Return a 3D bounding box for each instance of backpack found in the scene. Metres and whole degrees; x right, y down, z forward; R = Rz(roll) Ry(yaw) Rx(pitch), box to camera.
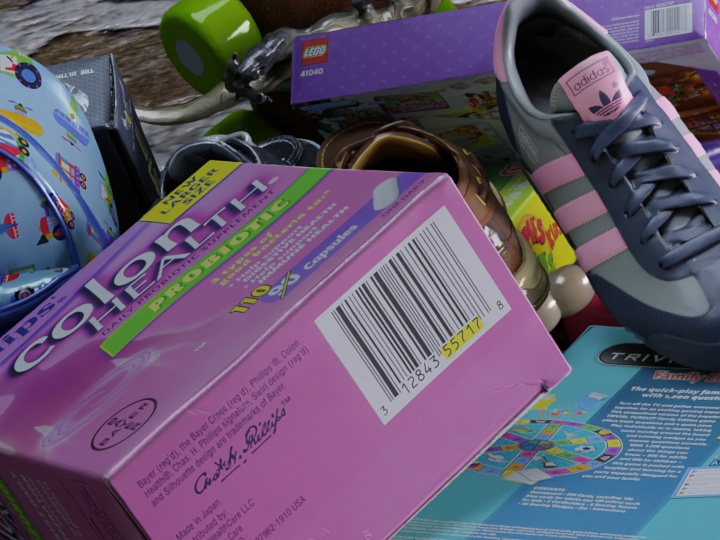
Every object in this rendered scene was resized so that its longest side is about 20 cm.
[{"bbox_3d":[-0.186,0.009,1.278,0.182,0.201,0.135,-11,21,2],"label":"backpack"}]

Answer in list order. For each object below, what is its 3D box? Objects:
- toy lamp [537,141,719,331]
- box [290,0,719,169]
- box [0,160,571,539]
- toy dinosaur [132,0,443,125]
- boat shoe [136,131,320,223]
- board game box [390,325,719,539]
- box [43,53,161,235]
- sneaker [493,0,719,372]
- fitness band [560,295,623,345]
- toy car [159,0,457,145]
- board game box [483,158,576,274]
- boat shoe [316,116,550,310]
[{"bbox_3d":[0.084,0.012,1.258,0.200,0.058,0.058,-33,25,-11],"label":"toy lamp"},{"bbox_3d":[0.084,-0.078,1.365,0.199,0.137,0.039,-7,64,21],"label":"box"},{"bbox_3d":[-0.052,0.048,1.143,0.176,0.097,0.200,-41,21,-20],"label":"box"},{"bbox_3d":[-0.033,-0.101,1.450,0.199,0.048,0.088,-21,15,-3],"label":"toy dinosaur"},{"bbox_3d":[-0.060,-0.031,1.336,0.071,0.068,0.200,-13,19,22],"label":"boat shoe"},{"bbox_3d":[0.112,0.085,1.126,0.150,0.047,0.200,1,25,34],"label":"board game box"},{"bbox_3d":[-0.193,-0.021,1.424,0.199,0.158,0.051,-10,52,6],"label":"box"},{"bbox_3d":[0.107,-0.040,1.200,0.070,0.082,0.200,-30,46,-9],"label":"sneaker"},{"bbox_3d":[0.187,0.000,1.326,0.199,0.038,0.144,-10,24,10],"label":"fitness band"},{"bbox_3d":[0.027,-0.100,1.536,0.164,0.158,0.200,-38,43,-26],"label":"toy car"},{"bbox_3d":[0.000,0.000,1.373,0.199,0.048,0.102,-10,20,28],"label":"board game box"},{"bbox_3d":[0.022,-0.033,1.261,0.072,0.068,0.200,-30,25,-4],"label":"boat shoe"}]
